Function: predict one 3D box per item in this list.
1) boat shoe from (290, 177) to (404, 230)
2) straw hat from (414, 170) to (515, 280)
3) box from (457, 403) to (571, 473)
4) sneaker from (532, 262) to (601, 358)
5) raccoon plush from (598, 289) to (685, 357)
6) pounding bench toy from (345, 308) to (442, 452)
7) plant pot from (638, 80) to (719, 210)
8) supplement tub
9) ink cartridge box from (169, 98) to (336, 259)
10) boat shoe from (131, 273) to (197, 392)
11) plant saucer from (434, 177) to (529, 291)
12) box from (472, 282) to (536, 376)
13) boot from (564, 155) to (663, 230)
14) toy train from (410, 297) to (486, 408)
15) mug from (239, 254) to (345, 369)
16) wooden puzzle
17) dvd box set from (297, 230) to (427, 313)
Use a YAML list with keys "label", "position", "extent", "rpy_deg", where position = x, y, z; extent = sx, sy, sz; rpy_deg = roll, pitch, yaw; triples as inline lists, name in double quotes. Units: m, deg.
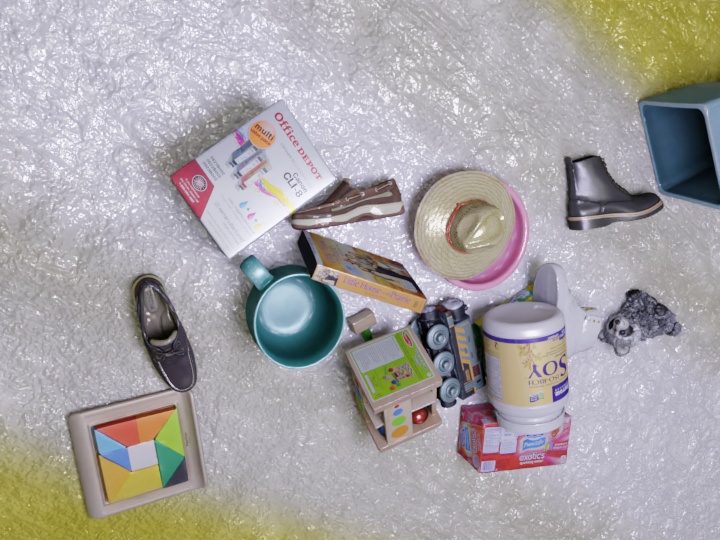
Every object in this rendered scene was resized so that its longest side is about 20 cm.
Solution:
- label: "boat shoe"
  position: [-0.025, -0.115, 1.155]
  extent: [0.200, 0.074, 0.076]
  rpy_deg: [-11, 95, -25]
- label: "straw hat"
  position: [0.196, -0.073, 1.175]
  extent: [0.198, 0.085, 0.204]
  rpy_deg: [-4, 103, -19]
- label: "box"
  position: [0.296, 0.316, 1.342]
  extent: [0.197, 0.095, 0.101]
  rpy_deg: [0, 102, -20]
- label: "sneaker"
  position: [0.388, 0.068, 1.294]
  extent: [0.114, 0.074, 0.203]
  rpy_deg: [-16, 114, -19]
- label: "raccoon plush"
  position: [0.579, 0.134, 1.413]
  extent: [0.199, 0.097, 0.135]
  rpy_deg: [35, 96, -23]
- label: "pounding bench toy"
  position: [0.045, 0.183, 1.217]
  extent: [0.123, 0.201, 0.157]
  rpy_deg: [-20, 139, -12]
- label: "plant pot"
  position: [0.675, -0.256, 1.291]
  extent: [0.198, 0.196, 0.199]
  rpy_deg: [-24, 109, -6]
- label: "supplement tub"
  position: [0.294, 0.170, 1.235]
  extent: [0.143, 0.145, 0.203]
  rpy_deg: [-12, 105, -17]
- label: "ink cartridge box"
  position: [-0.161, -0.133, 1.045]
  extent: [0.199, 0.145, 0.146]
  rpy_deg: [-37, 99, -9]
- label: "boat shoe"
  position: [-0.310, 0.107, 1.094]
  extent: [0.072, 0.065, 0.202]
  rpy_deg: [-23, 105, -11]
- label: "plant saucer"
  position: [0.208, -0.067, 1.254]
  extent: [0.198, 0.051, 0.204]
  rpy_deg: [-4, 102, -19]
- label: "box"
  position: [0.302, 0.113, 1.329]
  extent: [0.198, 0.048, 0.118]
  rpy_deg: [-31, 109, -10]
- label: "boot"
  position: [0.483, -0.163, 1.323]
  extent: [0.197, 0.077, 0.141]
  rpy_deg: [-13, 101, -18]
- label: "toy train"
  position: [0.162, 0.149, 1.270]
  extent: [0.113, 0.085, 0.203]
  rpy_deg: [-22, 109, -24]
- label: "mug"
  position: [-0.113, 0.053, 1.129]
  extent: [0.150, 0.114, 0.188]
  rpy_deg: [-11, 104, -17]
- label: "wooden puzzle"
  position: [-0.359, 0.299, 1.135]
  extent: [0.197, 0.037, 0.188]
  rpy_deg: [-10, 105, -17]
- label: "dvd box set"
  position: [0.000, 0.000, 1.141]
  extent: [0.198, 0.147, 0.030]
  rpy_deg: [19, 109, -21]
